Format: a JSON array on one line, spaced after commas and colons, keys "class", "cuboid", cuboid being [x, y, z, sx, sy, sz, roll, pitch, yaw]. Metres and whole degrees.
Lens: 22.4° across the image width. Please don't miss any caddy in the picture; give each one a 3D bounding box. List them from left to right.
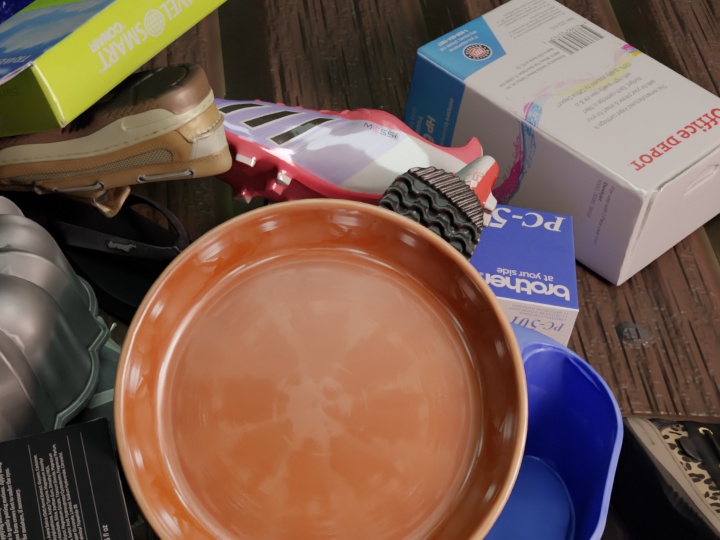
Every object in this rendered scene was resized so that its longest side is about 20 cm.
[{"class": "caddy", "cuboid": [0.062, 0.106, 0.966, 0.140, 0.106, 0.201, 16, 39, 5]}]

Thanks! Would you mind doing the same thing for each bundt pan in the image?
[{"class": "bundt pan", "cuboid": [-0.236, 0.031, 0.947, 0.200, 0.076, 0.203, -7, 44, 6]}]

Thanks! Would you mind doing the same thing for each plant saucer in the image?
[{"class": "plant saucer", "cuboid": [-0.019, 0.066, 0.880, 0.198, 0.032, 0.202, 1, 75, -3]}]

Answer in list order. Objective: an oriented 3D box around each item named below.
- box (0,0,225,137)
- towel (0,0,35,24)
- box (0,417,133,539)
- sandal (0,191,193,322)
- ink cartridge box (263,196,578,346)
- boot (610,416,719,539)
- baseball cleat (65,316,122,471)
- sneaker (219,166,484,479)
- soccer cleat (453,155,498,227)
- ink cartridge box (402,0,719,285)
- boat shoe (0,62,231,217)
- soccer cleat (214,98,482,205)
[{"class": "box", "cuboid": [-0.170, -0.137, 1.081, 0.121, 0.048, 0.200, -3, 31, 44]}, {"class": "towel", "cuboid": [-0.237, -0.194, 1.232, 0.199, 0.050, 0.148, 33, 86, 21]}, {"class": "box", "cuboid": [-0.162, 0.176, 0.823, 0.140, 0.079, 0.201, -10, 43, -10]}, {"class": "sandal", "cuboid": [-0.155, -0.025, 1.114, 0.199, 0.043, 0.076, 30, 42, 20]}, {"class": "ink cartridge box", "cuboid": [0.034, -0.006, 1.145, 0.198, 0.044, 0.094, 10, 40, -5]}, {"class": "boot", "cuboid": [0.237, 0.147, 1.000, 0.149, 0.074, 0.200, -7, 37, -23]}, {"class": "baseball cleat", "cuboid": [-0.125, 0.094, 0.976, 0.199, 0.070, 0.107, 27, 54, 23]}, {"class": "sneaker", "cuboid": [-0.005, 0.042, 0.952, 0.070, 0.093, 0.201, 33, 77, 5]}, {"class": "soccer cleat", "cuboid": [0.000, 0.000, 1.042, 0.085, 0.069, 0.200, 40, 85, 6]}, {"class": "ink cartridge box", "cuboid": [0.148, -0.095, 1.253, 0.199, 0.085, 0.144, 34, 44, 26]}, {"class": "boat shoe", "cuboid": [-0.165, -0.064, 1.083, 0.199, 0.077, 0.072, -6, 31, 34]}, {"class": "soccer cleat", "cuboid": [-0.022, -0.073, 1.110, 0.198, 0.067, 0.077, 19, 67, 1]}]
